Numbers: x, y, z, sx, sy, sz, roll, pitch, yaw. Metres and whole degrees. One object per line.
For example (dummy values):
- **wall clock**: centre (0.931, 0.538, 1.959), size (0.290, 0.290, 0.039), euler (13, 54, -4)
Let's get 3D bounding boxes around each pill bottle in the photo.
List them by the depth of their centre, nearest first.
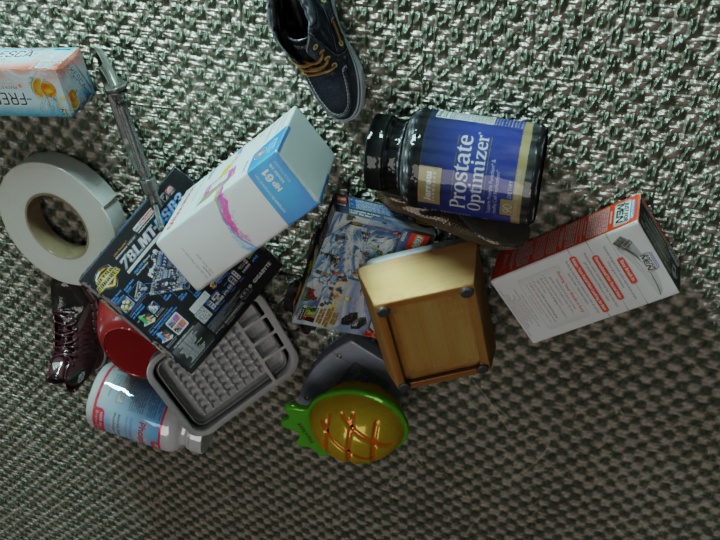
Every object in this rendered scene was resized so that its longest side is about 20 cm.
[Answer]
- **pill bottle**: centre (0.107, -0.121, 1.006), size (0.195, 0.113, 0.114), euler (9, 130, 12)
- **pill bottle**: centre (-0.336, 0.229, 1.451), size (0.196, 0.110, 0.110), euler (16, 131, 7)

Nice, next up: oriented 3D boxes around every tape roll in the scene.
- **tape roll**: centre (-0.426, -0.072, 1.281), size (0.199, 0.037, 0.206), euler (12, 126, 16)

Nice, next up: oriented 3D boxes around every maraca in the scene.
- **maraca**: centre (-0.023, 0.222, 1.286), size (0.197, 0.108, 0.138), euler (-14, 122, 29)

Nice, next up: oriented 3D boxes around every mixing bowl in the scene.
- **mixing bowl**: centre (-0.317, 0.088, 1.333), size (0.196, 0.109, 0.203), euler (10, 130, 11)

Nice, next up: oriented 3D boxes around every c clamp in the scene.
- **c clamp**: centre (-0.282, -0.169, 1.099), size (0.027, 0.171, 0.203), euler (-20, 119, -12)

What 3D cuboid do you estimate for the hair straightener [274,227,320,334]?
- **hair straightener**: centre (-0.079, 0.018, 1.242), size (0.076, 0.041, 0.202), euler (22, 136, 2)

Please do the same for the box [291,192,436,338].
- **box**: centre (0.000, 0.000, 1.160), size (0.134, 0.040, 0.202), euler (12, 131, -15)

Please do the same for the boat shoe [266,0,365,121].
- **boat shoe**: centre (-0.053, -0.241, 0.982), size (0.069, 0.092, 0.203), euler (-4, 126, 23)

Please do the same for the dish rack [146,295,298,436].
- **dish rack**: centre (-0.203, 0.131, 1.302), size (0.198, 0.044, 0.173), euler (-36, 128, -10)

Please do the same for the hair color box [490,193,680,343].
- **hair color box**: centre (0.271, 0.002, 1.077), size (0.198, 0.064, 0.112), euler (-23, 116, 35)

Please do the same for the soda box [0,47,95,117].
- **soda box**: centre (-0.446, -0.243, 1.145), size (0.196, 0.064, 0.069), euler (5, 129, 18)

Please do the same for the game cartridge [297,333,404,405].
- **game cartridge**: centre (-0.014, 0.174, 1.339), size (0.132, 0.041, 0.201), euler (29, 131, -9)

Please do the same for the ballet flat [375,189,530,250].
- **ballet flat**: centre (0.110, -0.069, 1.082), size (0.196, 0.068, 0.047), euler (19, 146, 8)

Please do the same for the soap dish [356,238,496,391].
- **soap dish**: centre (0.091, 0.063, 1.143), size (0.154, 0.082, 0.202), euler (-12, 133, 6)

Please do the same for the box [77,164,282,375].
- **box**: centre (-0.239, 0.001, 1.198), size (0.198, 0.050, 0.201), euler (41, 87, -14)

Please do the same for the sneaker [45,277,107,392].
- **sneaker**: centre (-0.457, 0.111, 1.396), size (0.074, 0.116, 0.203), euler (7, 130, 14)

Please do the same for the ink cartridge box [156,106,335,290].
- **ink cartridge box**: centre (-0.137, -0.087, 1.074), size (0.198, 0.145, 0.085), euler (-34, 111, 22)
